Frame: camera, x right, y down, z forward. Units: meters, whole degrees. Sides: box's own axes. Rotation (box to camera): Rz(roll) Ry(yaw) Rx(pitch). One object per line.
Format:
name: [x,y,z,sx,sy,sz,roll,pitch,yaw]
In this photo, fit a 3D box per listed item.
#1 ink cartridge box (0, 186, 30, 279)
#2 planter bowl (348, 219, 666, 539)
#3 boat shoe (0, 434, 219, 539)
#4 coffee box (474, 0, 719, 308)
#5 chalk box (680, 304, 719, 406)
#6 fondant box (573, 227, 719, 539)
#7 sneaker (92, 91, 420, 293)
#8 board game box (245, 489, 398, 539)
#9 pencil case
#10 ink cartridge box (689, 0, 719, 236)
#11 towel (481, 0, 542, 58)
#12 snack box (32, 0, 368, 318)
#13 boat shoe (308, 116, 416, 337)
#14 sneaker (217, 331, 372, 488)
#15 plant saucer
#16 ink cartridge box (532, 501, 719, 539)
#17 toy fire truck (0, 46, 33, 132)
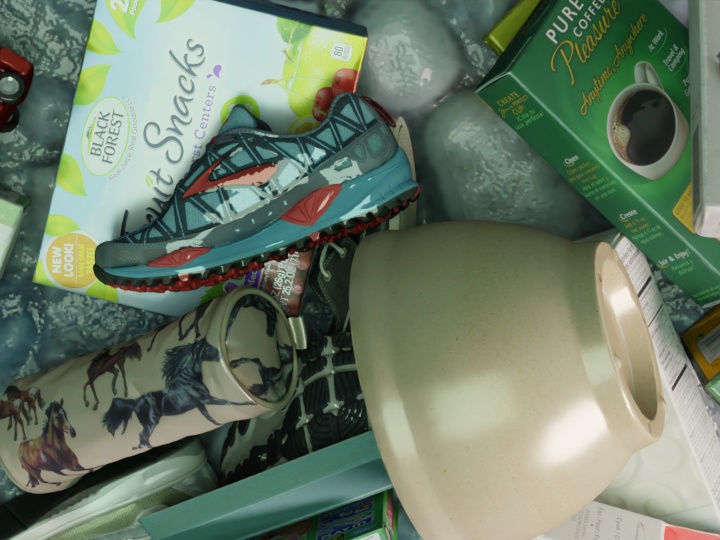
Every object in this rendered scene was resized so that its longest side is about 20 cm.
ink cartridge box: [-0.312,0.020,1.557,0.145,0.048,0.200,22,99,-5]
planter bowl: [0.094,0.057,1.410,0.135,0.200,0.200,-16,102,17]
boat shoe: [-0.184,0.171,1.577,0.202,0.074,0.065,-27,105,-4]
coffee box: [0.176,-0.088,1.497,0.200,0.044,0.123,41,61,-13]
chalk box: [0.316,0.086,1.531,0.124,0.125,0.200,-43,100,9]
fondant box: [0.135,0.087,1.541,0.144,0.058,0.200,-18,101,26]
sneaker: [-0.070,-0.048,1.470,0.200,0.079,0.096,-19,84,1]
board game box: [-0.073,0.190,1.547,0.200,0.135,0.029,-21,99,4]
pencil case: [-0.129,0.074,1.512,0.200,0.089,0.078,-22,96,29]
ink cartridge box: [0.286,-0.117,1.466,0.176,0.045,0.200,2,70,-1]
towel: [0.164,-0.092,1.528,0.200,0.018,0.086,50,61,-8]
snack box: [-0.099,-0.073,1.525,0.168,0.068,0.200,14,101,-4]
boat shoe: [0.000,0.000,1.535,0.068,0.072,0.200,8,112,8]
sneaker: [-0.015,0.096,1.521,0.080,0.200,0.078,14,62,-26]
plant saucer: [-0.041,0.136,1.496,0.200,0.070,0.019,-24,64,34]
ink cartridge box: [0.158,0.228,1.550,0.176,0.045,0.200,14,136,-2]
toy fire truck: [-0.303,-0.078,1.489,0.141,0.049,0.200,30,65,0]
